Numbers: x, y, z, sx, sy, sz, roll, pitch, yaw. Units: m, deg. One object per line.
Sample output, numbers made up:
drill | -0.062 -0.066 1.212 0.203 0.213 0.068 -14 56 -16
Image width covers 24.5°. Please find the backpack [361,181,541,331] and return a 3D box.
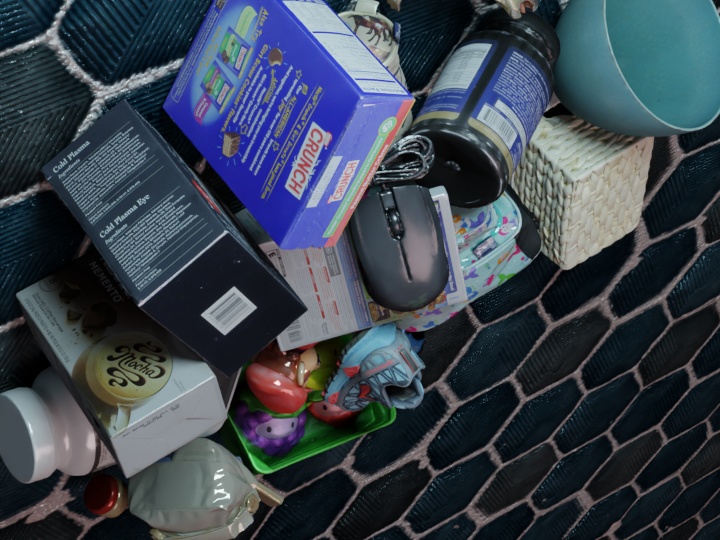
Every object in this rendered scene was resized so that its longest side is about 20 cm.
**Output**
backpack | 0.069 -0.040 1.768 0.200 0.178 0.151 -38 148 12

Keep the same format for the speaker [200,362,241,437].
speaker | -0.162 0.086 1.778 0.081 0.081 0.200 -16 143 -35

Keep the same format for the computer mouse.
computer mouse | 0.031 -0.026 1.596 0.138 0.053 0.200 -21 129 2

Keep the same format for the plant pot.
plant pot | 0.279 -0.227 1.768 0.200 0.200 0.135 -9 173 -42

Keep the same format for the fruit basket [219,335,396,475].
fruit basket | -0.064 0.132 1.905 0.215 0.156 0.216 -27 165 -8

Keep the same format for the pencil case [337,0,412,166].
pencil case | 0.013 -0.171 1.622 0.089 0.078 0.200 -59 158 -22

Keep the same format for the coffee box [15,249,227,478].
coffee box | -0.228 0.081 1.572 0.113 0.200 0.080 -30 146 -15

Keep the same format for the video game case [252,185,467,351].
video game case | 0.000 0.000 1.655 0.200 0.018 0.143 -15 129 -2

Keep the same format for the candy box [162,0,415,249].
candy box | -0.066 -0.145 1.443 0.077 0.200 0.169 -6 137 -45

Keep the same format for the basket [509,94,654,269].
basket | 0.250 -0.114 1.925 0.135 0.123 0.200 -31 149 -17

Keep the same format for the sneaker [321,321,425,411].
sneaker | 0.019 0.124 1.789 0.079 0.096 0.200 -46 171 -20

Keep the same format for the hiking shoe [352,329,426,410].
hiking shoe | 0.051 0.107 2.055 0.087 0.074 0.200 -35 150 -7

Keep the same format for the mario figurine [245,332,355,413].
mario figurine | -0.061 0.058 1.783 0.106 0.123 0.200 11 104 -12

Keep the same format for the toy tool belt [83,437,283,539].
toy tool belt | -0.197 0.257 1.862 0.200 0.125 0.123 -11 156 30

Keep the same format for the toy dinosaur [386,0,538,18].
toy dinosaur | 0.090 -0.314 1.520 0.136 0.086 0.200 -38 136 -25

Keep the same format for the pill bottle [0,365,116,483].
pill bottle | -0.267 0.143 1.700 0.200 0.116 0.116 -17 144 -35

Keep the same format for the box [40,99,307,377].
box | -0.167 -0.027 1.512 0.104 0.182 0.200 -41 151 0

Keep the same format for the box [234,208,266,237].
box | -0.126 -0.008 1.677 0.200 0.082 0.049 -30 134 -16

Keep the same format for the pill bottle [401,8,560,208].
pill bottle | 0.127 -0.168 1.656 0.112 0.112 0.200 93 22 -53
